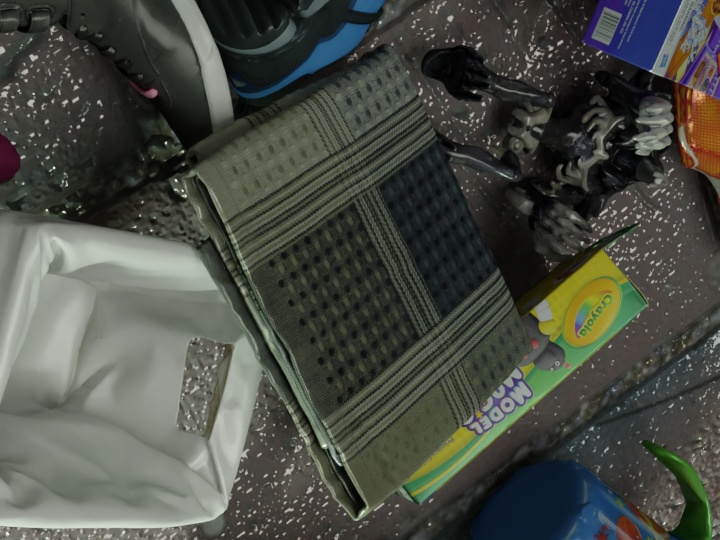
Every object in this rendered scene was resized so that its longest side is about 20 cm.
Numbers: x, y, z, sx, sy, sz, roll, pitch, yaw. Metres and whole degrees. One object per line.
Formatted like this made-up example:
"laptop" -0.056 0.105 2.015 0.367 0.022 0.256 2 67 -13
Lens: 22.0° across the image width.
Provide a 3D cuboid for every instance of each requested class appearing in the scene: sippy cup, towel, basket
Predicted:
"sippy cup" 0.141 0.195 1.185 0.130 0.139 0.179 46 43 -27
"towel" 0.000 0.000 0.937 0.200 0.034 0.194 -37 104 -51
"basket" -0.149 0.040 0.878 0.200 0.123 0.137 13 92 -60

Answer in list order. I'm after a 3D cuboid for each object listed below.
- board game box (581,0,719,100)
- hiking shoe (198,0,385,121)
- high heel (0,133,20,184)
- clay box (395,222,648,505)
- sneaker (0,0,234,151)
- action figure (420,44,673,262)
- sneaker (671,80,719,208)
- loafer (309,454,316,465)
"board game box" 0.202 -0.197 0.991 0.134 0.045 0.201 5 111 -61
"hiking shoe" -0.008 -0.168 0.973 0.200 0.074 0.087 -41 156 -20
"high heel" -0.236 -0.103 0.840 0.199 0.067 0.096 19 109 -24
"clay box" 0.089 0.053 1.081 0.200 0.115 0.048 -39 90 -6
"sneaker" -0.134 -0.123 0.900 0.099 0.071 0.201 -32 118 -16
"action figure" 0.122 -0.067 1.069 0.199 0.102 0.119 9 118 -35
"sneaker" 0.248 -0.075 1.156 0.200 0.077 0.073 45 45 -44
"loafer" -0.043 0.022 1.025 0.072 0.073 0.202 -17 109 -17
